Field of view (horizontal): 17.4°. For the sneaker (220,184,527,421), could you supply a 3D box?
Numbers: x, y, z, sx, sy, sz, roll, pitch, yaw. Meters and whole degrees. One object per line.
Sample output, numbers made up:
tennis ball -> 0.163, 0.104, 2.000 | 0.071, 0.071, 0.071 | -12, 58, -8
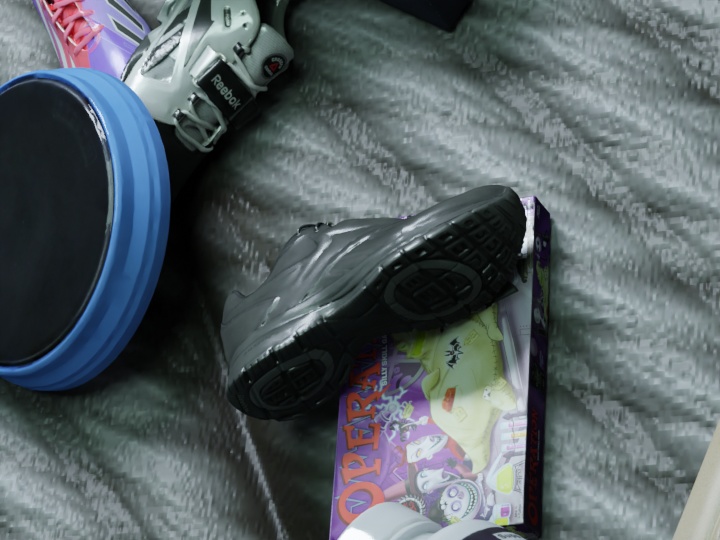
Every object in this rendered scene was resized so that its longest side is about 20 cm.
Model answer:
sneaker -> 0.000, 0.000, 1.333 | 0.199, 0.076, 0.091 | -29, 47, 10

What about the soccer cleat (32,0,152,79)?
soccer cleat -> -0.191, -0.181, 1.559 | 0.068, 0.073, 0.201 | -33, 54, 8

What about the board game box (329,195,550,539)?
board game box -> 0.046, 0.059, 1.336 | 0.119, 0.032, 0.202 | -11, 60, 27

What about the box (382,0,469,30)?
box -> 0.015, -0.280, 1.484 | 0.199, 0.104, 0.183 | 29, 80, 36

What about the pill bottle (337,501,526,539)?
pill bottle -> 0.075, 0.195, 1.194 | 0.199, 0.111, 0.112 | 25, 78, 35

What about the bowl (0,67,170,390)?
bowl -> -0.196, -0.028, 1.453 | 0.200, 0.039, 0.203 | -11, 75, 43

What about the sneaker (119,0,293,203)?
sneaker -> -0.091, -0.125, 1.476 | 0.088, 0.074, 0.201 | 8, 69, 33

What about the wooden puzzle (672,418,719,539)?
wooden puzzle -> 0.273, 0.089, 1.197 | 0.199, 0.037, 0.186 | 13, 71, 37
